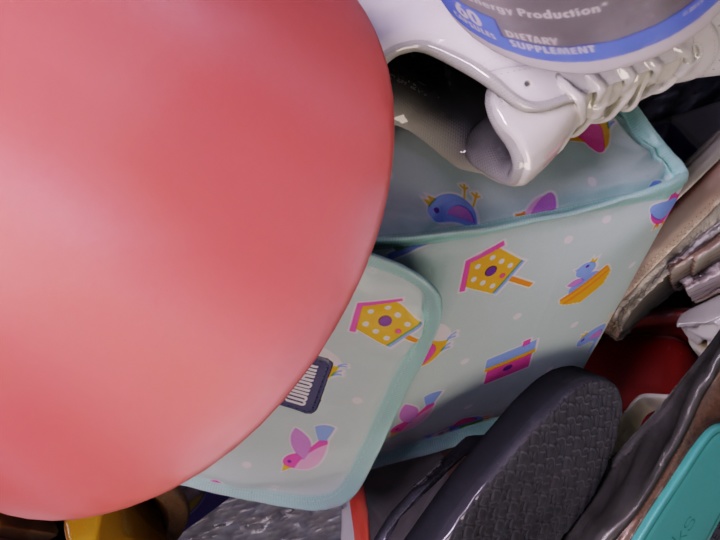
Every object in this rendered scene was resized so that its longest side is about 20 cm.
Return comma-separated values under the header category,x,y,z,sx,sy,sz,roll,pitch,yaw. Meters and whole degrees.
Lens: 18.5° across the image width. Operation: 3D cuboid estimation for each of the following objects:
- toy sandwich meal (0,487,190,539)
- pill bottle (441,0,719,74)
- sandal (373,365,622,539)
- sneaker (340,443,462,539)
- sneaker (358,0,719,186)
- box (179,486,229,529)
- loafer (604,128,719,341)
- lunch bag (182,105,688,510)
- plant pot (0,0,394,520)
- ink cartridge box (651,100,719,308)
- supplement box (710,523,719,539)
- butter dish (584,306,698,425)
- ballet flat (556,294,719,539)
category,x,y,z,sx,sy,sz,roll,pitch,yaw
toy sandwich meal,-0.160,0.136,0.930,0.205,0.070,0.205,-14,155,-6
pill bottle,0.049,-0.148,0.629,0.114,0.114,0.200,-25,152,6
sandal,0.025,0.111,0.857,0.200,0.043,0.076,-49,144,-8
sneaker,0.034,0.087,0.945,0.082,0.200,0.077,-18,152,24
sneaker,0.068,-0.070,0.763,0.200,0.099,0.078,-2,149,-8
box,-0.158,0.095,0.996,0.117,0.048,0.200,-38,147,29
loafer,0.173,-0.039,0.903,0.200,0.063,0.072,-46,170,3
lunch bag,0.000,0.000,0.841,0.200,0.122,0.170,-15,149,-27
plant pot,-0.119,-0.049,0.629,0.200,0.201,0.177,-32,142,19
ink cartridge box,0.192,-0.022,1.041,0.200,0.047,0.198,-19,153,-9
supplement box,0.218,0.064,0.969,0.200,0.103,0.101,-56,150,-7
butter dish,0.094,0.113,1.067,0.200,0.148,0.199,-8,157,14
ballet flat,0.145,0.052,0.907,0.200,0.068,0.068,-46,129,-9
